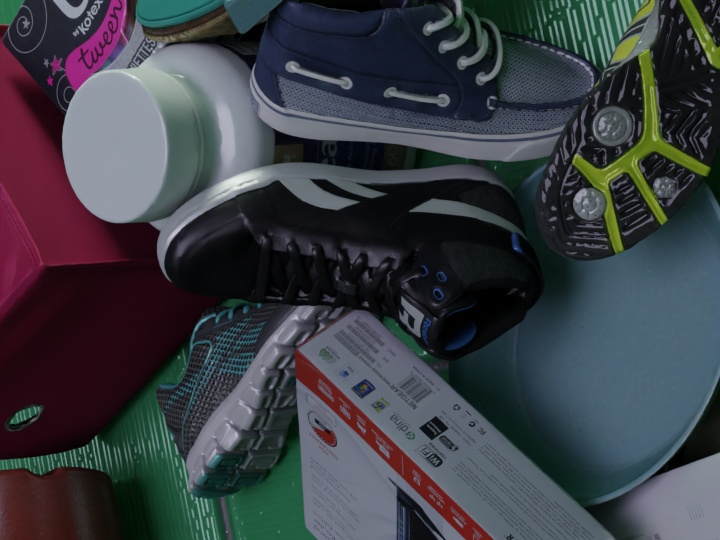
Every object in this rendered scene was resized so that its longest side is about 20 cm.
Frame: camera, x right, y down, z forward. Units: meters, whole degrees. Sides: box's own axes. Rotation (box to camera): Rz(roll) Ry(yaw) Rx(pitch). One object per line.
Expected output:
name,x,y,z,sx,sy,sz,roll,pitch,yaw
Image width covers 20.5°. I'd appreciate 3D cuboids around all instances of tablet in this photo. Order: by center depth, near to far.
tablet,0.161,0.172,1.026,0.200,0.014,0.130,-35,76,60

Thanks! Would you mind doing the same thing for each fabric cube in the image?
fabric cube,-0.225,-0.016,1.263,0.199,0.196,0.200,-45,65,28

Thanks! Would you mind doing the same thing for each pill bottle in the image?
pill bottle,-0.068,-0.074,1.131,0.111,0.200,0.111,6,99,39

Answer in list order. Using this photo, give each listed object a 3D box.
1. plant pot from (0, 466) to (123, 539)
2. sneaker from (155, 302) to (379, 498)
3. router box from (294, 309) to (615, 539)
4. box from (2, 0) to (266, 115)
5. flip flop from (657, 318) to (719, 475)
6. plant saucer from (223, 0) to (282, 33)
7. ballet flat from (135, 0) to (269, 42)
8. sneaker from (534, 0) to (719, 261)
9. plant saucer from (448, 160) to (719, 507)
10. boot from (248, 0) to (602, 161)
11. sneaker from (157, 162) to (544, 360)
plant pot,-0.224,0.236,1.285,0.200,0.200,0.196,-21,72,37
sneaker,-0.065,0.047,1.219,0.200,0.077,0.091,-51,59,26
router box,0.048,0.144,1.088,0.200,0.049,0.180,42,152,30
box,-0.101,-0.180,1.198,0.115,0.132,0.200,47,118,26
flip flop,0.184,0.112,1.033,0.081,0.058,0.201,23,109,35
plant saucer,-0.054,-0.220,1.032,0.070,0.019,0.200,-36,49,38
ballet flat,-0.040,-0.166,1.058,0.200,0.065,0.071,-27,50,43
sneaker,0.158,-0.091,1.016,0.075,0.076,0.200,33,95,4
plant saucer,0.129,0.030,1.061,0.200,0.036,0.201,-20,62,43
boot,0.045,-0.113,1.044,0.090,0.199,0.073,106,159,-52
sneaker,0.000,0.000,1.041,0.112,0.199,0.073,-113,19,-48
